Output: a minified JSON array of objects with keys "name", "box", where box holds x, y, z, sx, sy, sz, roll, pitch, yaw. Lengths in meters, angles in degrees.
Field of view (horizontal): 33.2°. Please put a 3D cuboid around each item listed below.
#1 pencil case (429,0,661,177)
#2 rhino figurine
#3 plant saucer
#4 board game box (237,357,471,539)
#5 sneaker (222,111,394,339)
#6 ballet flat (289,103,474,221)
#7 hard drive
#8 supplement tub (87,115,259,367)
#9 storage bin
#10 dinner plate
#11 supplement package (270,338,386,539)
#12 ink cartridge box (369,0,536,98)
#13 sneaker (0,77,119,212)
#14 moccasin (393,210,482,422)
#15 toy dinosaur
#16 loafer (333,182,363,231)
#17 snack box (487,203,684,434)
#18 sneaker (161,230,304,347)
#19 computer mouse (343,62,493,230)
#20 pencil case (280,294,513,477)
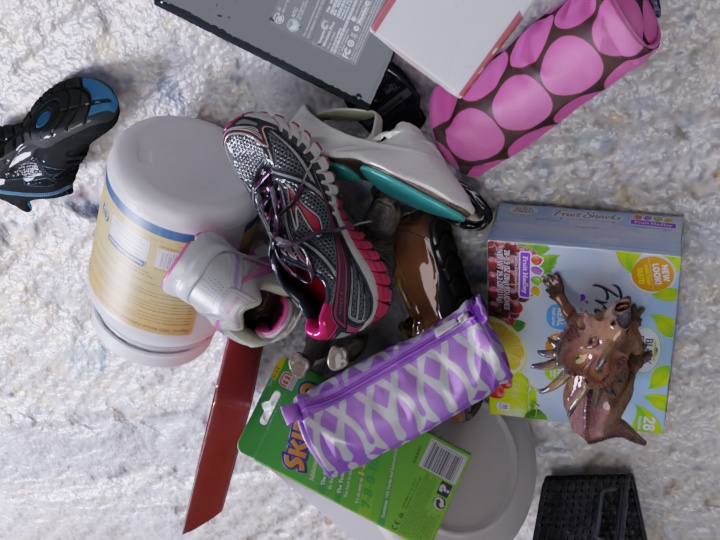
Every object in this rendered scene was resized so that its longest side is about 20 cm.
[{"name":"pencil case","box":[0.140,-0.160,0.953,0.199,0.095,0.090,-34,154,34]},{"name":"rhino figurine","box":[0.000,0.000,1.059,0.059,0.087,0.202,25,108,11]},{"name":"plant saucer","box":[-0.126,0.123,1.178,0.036,0.201,0.201,14,129,-5]},{"name":"board game box","box":[-0.006,0.165,1.099,0.198,0.097,0.030,28,171,-5]},{"name":"sneaker","box":[-0.051,-0.039,0.972,0.201,0.074,0.081,56,140,9]},{"name":"ballet flat","box":[0.013,-0.097,0.988,0.198,0.069,0.070,19,133,33]},{"name":"hard drive","box":[-0.053,-0.236,0.970,0.198,0.033,0.141,26,111,-1]},{"name":"supplement tub","box":[-0.175,-0.024,1.117,0.143,0.145,0.202,22,129,1]},{"name":"storage bin","box":[0.242,0.320,1.233,0.092,0.136,0.202,-6,123,22]},{"name":"dinner plate","box":[0.091,0.184,1.154,0.200,0.201,0.024,40,155,-13]},{"name":"supplement package","box":[0.022,0.189,1.215,0.200,0.120,0.121,43,136,-14]},{"name":"ink cartridge box","box":[0.099,-0.235,0.837,0.082,0.201,0.147,34,128,-5]},{"name":"sneaker","box":[-0.288,-0.118,1.146,0.198,0.074,0.082,-19,134,35]},{"name":"moccasin","box":[0.065,0.045,1.118,0.077,0.074,0.204,-9,111,33]},{"name":"toy dinosaur","box":[0.194,0.091,0.998,0.084,0.136,0.202,-4,124,18]},{"name":"loafer","box":[-0.033,-0.032,1.111,0.069,0.070,0.201,-16,118,28]},{"name":"snack box","box":[0.200,0.044,1.091,0.166,0.068,0.202,6,128,14]},{"name":"sneaker","box":[-0.086,0.028,1.057,0.088,0.199,0.082,42,107,24]},{"name":"computer mouse","box":[0.050,-0.112,1.052,0.058,0.034,0.201,-30,114,21]},{"name":"pencil case","box":[0.037,0.100,1.042,0.198,0.084,0.086,-31,142,1]}]
